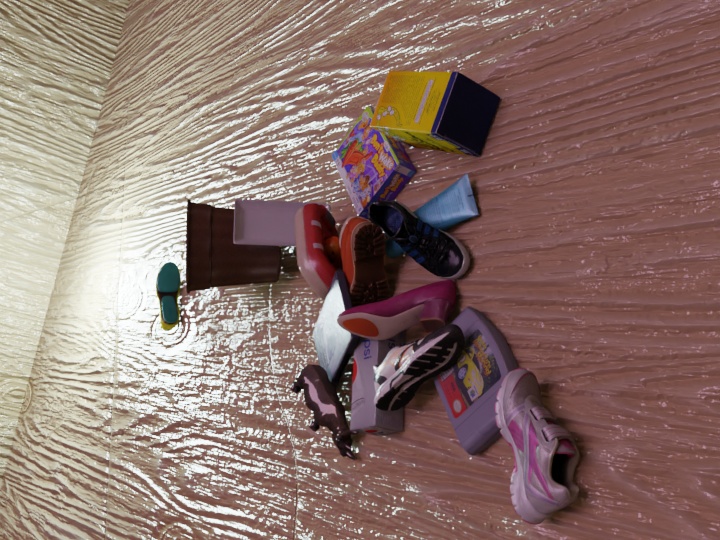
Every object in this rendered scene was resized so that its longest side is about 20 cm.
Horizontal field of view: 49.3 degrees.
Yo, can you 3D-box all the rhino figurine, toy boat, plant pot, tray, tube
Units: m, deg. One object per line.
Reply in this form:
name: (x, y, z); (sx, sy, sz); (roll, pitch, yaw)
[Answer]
rhino figurine: (-0.058, 0.253, 1.395); (0.200, 0.060, 0.088); (56, 145, 30)
toy boat: (-0.047, -0.042, 1.507); (0.130, 0.131, 0.201); (-18, 56, 15)
plant pot: (-0.273, -0.050, 1.685); (0.200, 0.197, 0.201); (-179, 90, -80)
tray: (-0.162, -0.093, 1.621); (0.022, 0.199, 0.108); (109, 161, -60)
tube: (0.117, -0.086, 1.352); (0.200, 0.050, 0.078); (-31, 66, 38)

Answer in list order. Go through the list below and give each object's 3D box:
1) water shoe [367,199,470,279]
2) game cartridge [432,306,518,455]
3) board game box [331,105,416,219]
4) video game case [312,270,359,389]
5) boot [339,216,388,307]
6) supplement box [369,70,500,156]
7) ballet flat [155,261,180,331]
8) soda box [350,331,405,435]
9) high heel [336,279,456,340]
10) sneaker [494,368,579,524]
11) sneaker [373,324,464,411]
water shoe: (0.089, -0.049, 1.296); (0.200, 0.079, 0.072); (37, 110, 31)
game cartridge: (0.172, 0.156, 1.175); (0.133, 0.041, 0.200); (-47, 42, 24)
board game box: (0.022, -0.211, 1.533); (0.135, 0.045, 0.200); (-51, 40, 26)
video game case: (-0.047, 0.117, 1.430); (0.200, 0.019, 0.143); (111, 152, -49)
boot: (0.000, 0.000, 1.419); (0.107, 0.075, 0.201); (-141, 50, -62)
supplement box: (0.126, -0.276, 1.370); (0.200, 0.109, 0.110); (22, 92, 55)
ballet flat: (-0.522, 0.075, 2.121); (0.067, 0.067, 0.201); (120, 147, -52)
soda box: (0.030, 0.174, 1.330); (0.068, 0.063, 0.201); (-22, 57, 47)
high heel: (0.061, 0.061, 1.297); (0.199, 0.068, 0.096); (0, 43, 22)
sneaker: (0.240, 0.222, 1.024); (0.088, 0.081, 0.201); (-29, 61, 42)
sneaker: (0.081, 0.136, 1.215); (0.200, 0.074, 0.080); (-44, 41, 33)
